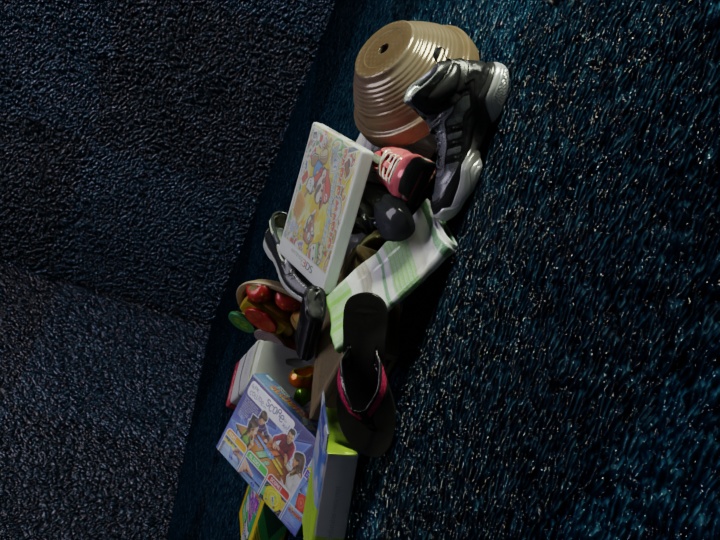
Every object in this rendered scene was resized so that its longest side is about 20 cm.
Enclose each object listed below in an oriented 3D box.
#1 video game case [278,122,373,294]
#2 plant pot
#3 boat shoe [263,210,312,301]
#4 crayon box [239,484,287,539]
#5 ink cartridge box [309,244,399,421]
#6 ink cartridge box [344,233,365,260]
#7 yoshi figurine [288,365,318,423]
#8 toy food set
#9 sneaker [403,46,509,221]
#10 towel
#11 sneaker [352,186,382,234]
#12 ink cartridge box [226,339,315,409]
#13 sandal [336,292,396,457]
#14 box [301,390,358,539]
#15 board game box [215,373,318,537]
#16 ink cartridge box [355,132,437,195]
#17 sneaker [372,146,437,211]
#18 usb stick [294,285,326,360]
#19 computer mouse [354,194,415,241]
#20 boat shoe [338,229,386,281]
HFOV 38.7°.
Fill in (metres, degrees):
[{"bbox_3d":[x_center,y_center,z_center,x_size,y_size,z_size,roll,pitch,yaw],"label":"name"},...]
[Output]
[{"bbox_3d":[-0.053,-0.091,1.438,0.182,0.023,0.203,39,115,59],"label":"video game case"},{"bbox_3d":[0.058,-0.277,1.415,0.199,0.093,0.203,-26,41,25],"label":"plant pot"},{"bbox_3d":[-0.098,-0.020,1.598,0.200,0.075,0.061,46,135,40],"label":"boat shoe"},{"bbox_3d":[-0.154,0.388,1.744,0.200,0.057,0.175,-123,50,-75],"label":"crayon box"},{"bbox_3d":[-0.006,0.094,1.441,0.202,0.074,0.166,-87,18,-48],"label":"ink cartridge box"},{"bbox_3d":[-0.051,-0.016,1.705,0.068,0.114,0.201,-86,19,-52],"label":"ink cartridge box"},{"bbox_3d":[-0.087,0.252,1.519,0.113,0.110,0.203,-125,46,-63],"label":"yoshi figurine"},{"bbox_3d":[-0.124,0.089,1.712,0.049,0.199,0.198,-61,9,-28],"label":"toy food set"},{"bbox_3d":[0.097,-0.168,1.243,0.076,0.112,0.203,-119,47,-74],"label":"sneaker"},{"bbox_3d":[0.032,0.003,1.304,0.200,0.031,0.150,-42,20,12],"label":"towel"},{"bbox_3d":[-0.048,-0.097,1.536,0.199,0.090,0.077,16,121,53],"label":"sneaker"},{"bbox_3d":[-0.133,0.194,1.708,0.200,0.143,0.085,137,150,-67],"label":"ink cartridge box"},{"bbox_3d":[0.002,0.129,1.235,0.045,0.074,0.204,-33,-59,-75],"label":"sandal"},{"bbox_3d":[-0.040,0.275,1.326,0.122,0.047,0.203,-106,24,-70],"label":"box"},{"bbox_3d":[-0.114,0.261,1.470,0.200,0.034,0.137,40,110,33],"label":"board game box"},{"bbox_3d":[0.049,-0.188,1.567,0.201,0.083,0.146,123,161,-51],"label":"ink cartridge box"},{"bbox_3d":[0.048,-0.127,1.359,0.074,0.086,0.200,-61,-4,5],"label":"sneaker"},{"bbox_3d":[-0.070,0.076,1.426,0.200,0.032,0.056,110,155,-68],"label":"usb stick"},{"bbox_3d":[0.015,-0.067,1.345,0.199,0.034,0.059,9,122,67],"label":"computer mouse"},{"bbox_3d":[0.000,0.000,1.550,0.201,0.073,0.067,119,158,-44],"label":"boat shoe"}]
